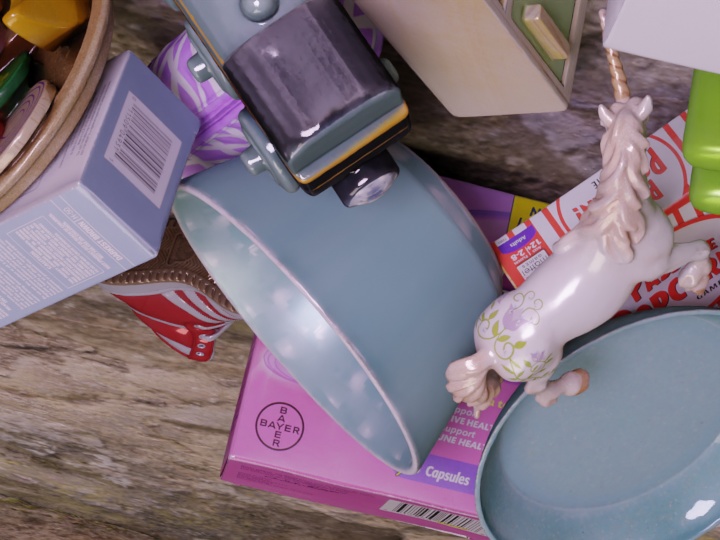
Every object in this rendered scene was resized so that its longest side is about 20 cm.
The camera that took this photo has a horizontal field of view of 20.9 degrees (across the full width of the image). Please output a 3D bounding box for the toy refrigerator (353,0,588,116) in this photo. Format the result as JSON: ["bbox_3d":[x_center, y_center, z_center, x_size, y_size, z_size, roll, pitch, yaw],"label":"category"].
[{"bbox_3d":[0.037,-0.151,0.882,0.070,0.076,0.200,-1,154,30],"label":"toy refrigerator"}]

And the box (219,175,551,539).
[{"bbox_3d":[0.024,0.046,1.190,0.176,0.200,0.097,15,165,-4],"label":"box"}]

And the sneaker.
[{"bbox_3d":[-0.087,0.018,1.364,0.200,0.071,0.112,9,155,30],"label":"sneaker"}]

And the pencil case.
[{"bbox_3d":[-0.062,-0.101,1.044,0.084,0.086,0.200,31,155,-15],"label":"pencil case"}]

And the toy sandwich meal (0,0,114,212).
[{"bbox_3d":[-0.206,-0.105,0.988,0.205,0.205,0.070,-10,143,44],"label":"toy sandwich meal"}]

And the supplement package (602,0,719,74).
[{"bbox_3d":[0.208,-0.139,0.760,0.200,0.117,0.117,13,159,-2],"label":"supplement package"}]

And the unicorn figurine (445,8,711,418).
[{"bbox_3d":[0.113,-0.005,0.950,0.074,0.200,0.137,34,-176,28],"label":"unicorn figurine"}]

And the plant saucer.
[{"bbox_3d":[0.152,0.089,1.100,0.200,0.036,0.200,-12,131,-14],"label":"plant saucer"}]

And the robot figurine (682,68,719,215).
[{"bbox_3d":[0.256,-0.062,0.922,0.200,0.116,0.176,5,151,18],"label":"robot figurine"}]

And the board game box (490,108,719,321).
[{"bbox_3d":[0.172,0.001,1.106,0.151,0.046,0.200,-35,146,4],"label":"board game box"}]

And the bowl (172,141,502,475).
[{"bbox_3d":[0.000,0.000,1.044,0.201,0.105,0.201,46,167,14],"label":"bowl"}]

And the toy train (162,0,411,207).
[{"bbox_3d":[-0.047,-0.120,0.883,0.085,0.200,0.114,-32,170,-2],"label":"toy train"}]

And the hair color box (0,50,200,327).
[{"bbox_3d":[-0.183,-0.027,1.019,0.200,0.099,0.061,-22,127,33],"label":"hair color box"}]
